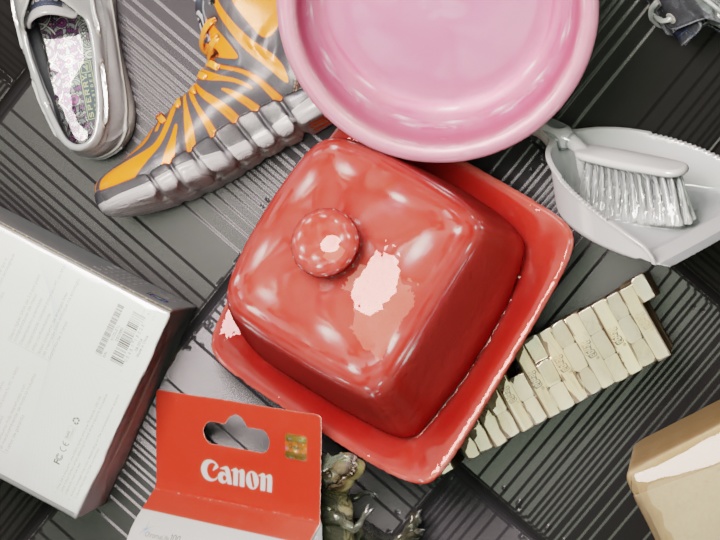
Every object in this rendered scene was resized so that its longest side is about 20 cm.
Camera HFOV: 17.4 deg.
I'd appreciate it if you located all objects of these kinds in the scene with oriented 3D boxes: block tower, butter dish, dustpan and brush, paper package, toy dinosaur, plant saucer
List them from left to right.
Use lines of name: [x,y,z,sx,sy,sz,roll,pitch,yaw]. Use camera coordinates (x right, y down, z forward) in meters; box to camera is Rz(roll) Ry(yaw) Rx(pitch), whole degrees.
toy dinosaur: [-0.006,0.196,1.566,0.087,0.048,0.201,6,119,-13]
butter dish: [0.000,0.000,1.489,0.199,0.148,0.201,30,86,27]
plant saucer: [0.049,-0.169,1.460,0.199,0.051,0.202,2,113,4]
block tower: [0.113,0.072,1.544,0.199,0.054,0.058,-31,88,10]
dustpan and brush: [0.150,-0.070,1.517,0.199,0.139,0.058,17,119,37]
paper package: [0.271,0.118,1.450,0.199,0.191,0.104,-27,88,8]

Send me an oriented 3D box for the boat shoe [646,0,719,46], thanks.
boat shoe: [0.214,-0.179,1.514,0.199,0.072,0.068,25,94,1]

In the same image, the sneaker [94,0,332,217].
sneaker: [-0.102,-0.119,1.571,0.199,0.078,0.113,-28,83,-1]

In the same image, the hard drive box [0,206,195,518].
hard drive box: [-0.236,0.050,1.591,0.199,0.077,0.157,27,96,7]

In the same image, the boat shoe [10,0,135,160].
boat shoe: [-0.204,-0.173,1.581,0.071,0.069,0.202,-8,91,10]

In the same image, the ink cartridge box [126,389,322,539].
ink cartridge box: [-0.096,0.189,1.544,0.162,0.057,0.202,6,103,42]
